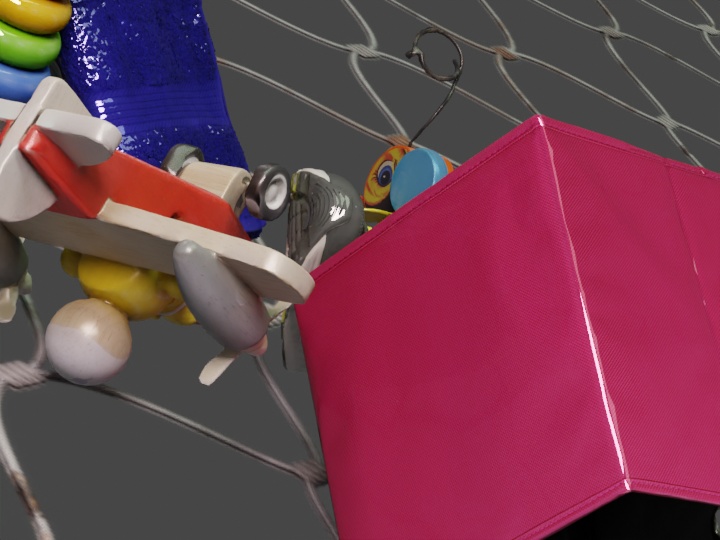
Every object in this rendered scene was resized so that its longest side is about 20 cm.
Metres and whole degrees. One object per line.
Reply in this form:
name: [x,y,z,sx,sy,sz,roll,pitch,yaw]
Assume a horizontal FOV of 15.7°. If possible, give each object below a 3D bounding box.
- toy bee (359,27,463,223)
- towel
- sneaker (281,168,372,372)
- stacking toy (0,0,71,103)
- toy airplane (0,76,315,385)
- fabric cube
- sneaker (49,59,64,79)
toy bee: [0.045,-0.041,1.724,0.131,0.109,0.200,31,45,-22]
towel: [-0.121,-0.107,1.542,0.148,0.049,0.200,-9,80,-66]
sneaker: [0.000,0.000,1.433,0.084,0.075,0.200,4,-21,-1]
stacking toy: [-0.194,-0.138,1.453,0.085,0.200,0.085,26,22,-12]
toy airplane: [-0.130,-0.012,1.322,0.199,0.141,0.200,18,-4,-11]
fabric cube: [0.111,0.071,1.315,0.200,0.196,0.200,13,54,-40]
sneaker: [-0.183,-0.122,1.614,0.090,0.078,0.200,32,22,-50]
